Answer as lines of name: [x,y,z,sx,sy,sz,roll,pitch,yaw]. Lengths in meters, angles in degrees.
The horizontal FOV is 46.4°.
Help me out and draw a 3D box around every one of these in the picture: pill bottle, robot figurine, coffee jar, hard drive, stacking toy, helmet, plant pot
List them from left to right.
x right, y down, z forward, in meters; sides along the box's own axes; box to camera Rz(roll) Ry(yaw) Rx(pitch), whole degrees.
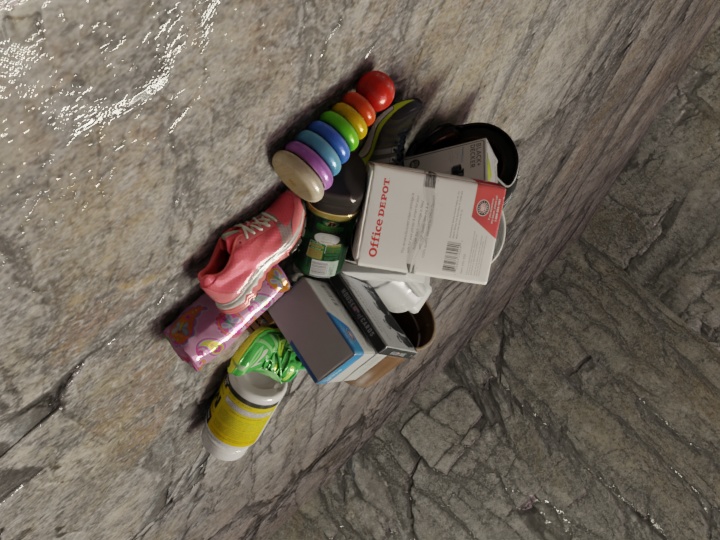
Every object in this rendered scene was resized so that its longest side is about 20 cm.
pill bottle: [-0.223,0.259,1.573,0.114,0.114,0.201,-26,152,-51]
coffee jar: [-0.048,-0.085,1.251,0.201,0.084,0.105,109,-11,-53]
stacking toy: [-0.027,-0.190,1.132,0.200,0.085,0.086,-50,165,-15]
hard drive: [0.000,0.000,1.441,0.132,0.197,0.027,18,76,-72]
plant pot: [0.032,0.143,1.838,0.200,0.201,0.199,-28,162,-48]
robot figurine: [0.056,0.003,1.594,0.200,0.169,0.114,43,74,-40]
helmet: [0.187,-0.167,1.513,0.190,0.200,0.201,-9,140,-47]

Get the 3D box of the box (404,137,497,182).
box: [0.120,-0.132,1.362,0.060,0.198,0.118,51,37,-48]

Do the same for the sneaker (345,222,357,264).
sneaker: [0.058,-0.038,1.342,0.198,0.075,0.079,-7,152,14]

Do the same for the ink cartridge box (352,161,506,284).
ink cartridge box: [0.096,-0.071,1.230,0.083,0.197,0.149,-119,-141,-76]

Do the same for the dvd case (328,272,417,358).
dvd case: [0.025,0.080,1.427,0.025,0.151,0.200,-37,163,10]

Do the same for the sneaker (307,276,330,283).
sneaker: [-0.057,0.047,1.587,0.082,0.070,0.199,-55,160,22]

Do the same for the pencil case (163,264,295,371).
pencil case: [-0.193,0.055,1.239,0.200,0.087,0.088,-44,163,-18]

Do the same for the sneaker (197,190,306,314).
sneaker: [-0.149,-0.038,1.164,0.201,0.073,0.087,-56,134,-11]

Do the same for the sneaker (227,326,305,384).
sneaker: [-0.136,0.137,1.344,0.074,0.084,0.199,-52,161,20]

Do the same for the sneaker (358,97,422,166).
sneaker: [0.046,-0.179,1.313,0.074,0.081,0.201,-21,149,-56]

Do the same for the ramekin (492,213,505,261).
ramekin: [0.175,-0.085,1.658,0.200,0.201,0.105,-40,-173,-24]

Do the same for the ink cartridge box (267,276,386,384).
ink cartridge box: [-0.047,0.099,1.354,0.083,0.146,0.200,-39,165,10]

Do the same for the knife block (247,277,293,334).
knife block: [-0.162,0.105,1.462,0.199,0.064,0.176,-27,153,-50]
